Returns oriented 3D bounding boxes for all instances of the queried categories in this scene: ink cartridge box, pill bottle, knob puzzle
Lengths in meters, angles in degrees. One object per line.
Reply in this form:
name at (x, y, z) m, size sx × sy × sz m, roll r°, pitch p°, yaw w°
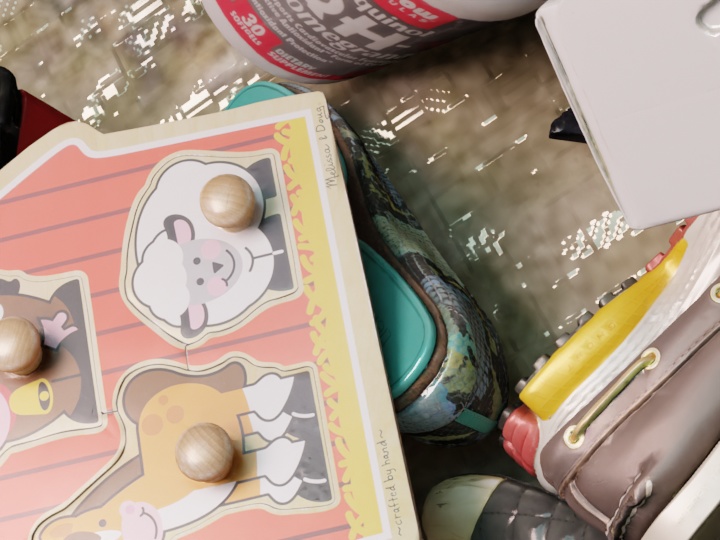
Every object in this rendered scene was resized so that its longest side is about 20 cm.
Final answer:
ink cartridge box at (0.168, -0.101, 0.697) m, size 0.144 × 0.200 × 0.085 m, roll -15°, pitch 105°, yaw 36°
pill bottle at (0.024, -0.140, 0.791) m, size 0.200 × 0.110 × 0.112 m, roll -13°, pitch 61°, yaw 60°
knob puzzle at (-0.093, 0.035, 0.741) m, size 0.218 × 0.030 × 0.221 m, roll -3°, pitch 70°, yaw 9°

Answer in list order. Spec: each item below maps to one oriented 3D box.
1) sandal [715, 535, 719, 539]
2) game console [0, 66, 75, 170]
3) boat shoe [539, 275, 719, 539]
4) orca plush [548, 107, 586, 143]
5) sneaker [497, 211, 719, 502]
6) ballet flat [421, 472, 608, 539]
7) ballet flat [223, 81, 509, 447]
sandal at (0.158, 0.163, 0.665) m, size 0.076 × 0.043 × 0.200 m, roll -44°, pitch 69°, yaw -4°
game console at (-0.175, 0.030, 0.835) m, size 0.171 × 0.119 × 0.202 m, roll 5°, pitch 72°, yaw 1°
boat shoe at (0.140, 0.008, 0.690) m, size 0.059 × 0.072 × 0.200 m, roll 38°, pitch 84°, yaw 21°
orca plush at (0.080, -0.150, 0.843) m, size 0.104 × 0.071 × 0.202 m, roll -4°, pitch 71°, yaw 23°
sneaker at (0.145, 0.018, 0.762) m, size 0.200 × 0.078 × 0.082 m, roll -48°, pitch 69°, yaw 10°
ballet flat at (0.093, 0.138, 0.735) m, size 0.200 × 0.067 × 0.057 m, roll 37°, pitch 56°, yaw 27°
ballet flat at (0.000, 0.000, 0.825) m, size 0.074 × 0.074 × 0.200 m, roll -37°, pitch 44°, yaw 8°
